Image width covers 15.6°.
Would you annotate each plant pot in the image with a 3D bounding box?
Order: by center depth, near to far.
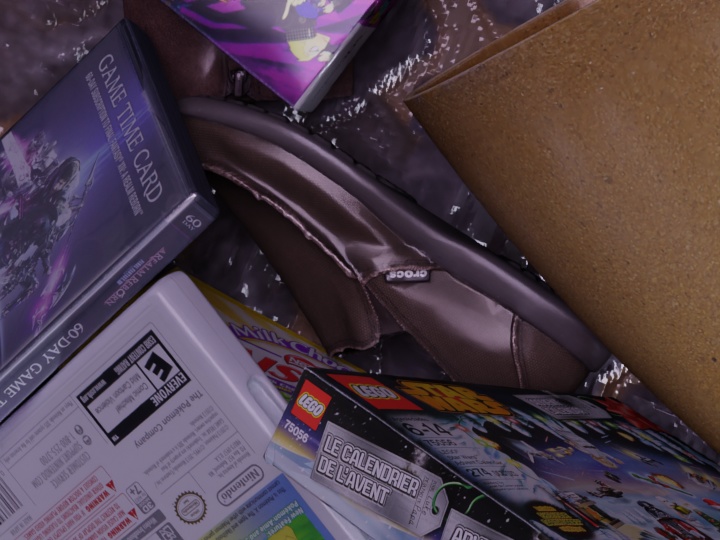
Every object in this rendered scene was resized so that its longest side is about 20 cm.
[{"bbox_3d":[0.145,-0.024,0.976,0.186,0.186,0.200,-30,94,3],"label":"plant pot"}]

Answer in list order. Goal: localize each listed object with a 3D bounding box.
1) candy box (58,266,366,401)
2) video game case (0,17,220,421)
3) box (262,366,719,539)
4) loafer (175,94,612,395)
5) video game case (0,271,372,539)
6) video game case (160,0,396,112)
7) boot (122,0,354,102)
[{"bbox_3d":[-0.008,0.065,1.012,0.200,0.102,0.026,28,108,9],"label":"candy box"},{"bbox_3d":[-0.143,0.005,1.014,0.200,0.143,0.019,-42,124,11],"label":"video game case"},{"bbox_3d":[0.079,0.087,0.927,0.137,0.200,0.040,32,104,34],"label":"box"},{"bbox_3d":[0.000,0.000,1.029,0.200,0.073,0.071,33,90,6],"label":"loafer"},{"bbox_3d":[-0.069,0.121,0.984,0.182,0.022,0.200,51,130,2],"label":"video game case"},{"bbox_3d":[-0.043,-0.192,1.015,0.200,0.036,0.181,40,99,6],"label":"video game case"},{"bbox_3d":[-0.009,-0.154,1.068,0.200,0.072,0.167,-5,95,6],"label":"boot"}]
